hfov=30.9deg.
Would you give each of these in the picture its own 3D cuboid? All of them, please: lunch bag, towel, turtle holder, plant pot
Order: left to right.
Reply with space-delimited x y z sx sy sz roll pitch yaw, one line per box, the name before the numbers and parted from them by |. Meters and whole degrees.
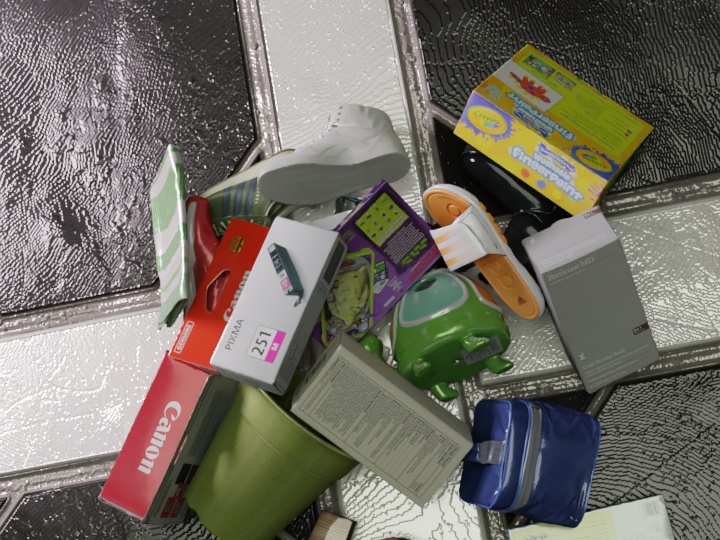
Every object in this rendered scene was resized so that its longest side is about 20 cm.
towel | -0.240 -0.040 1.634 0.023 0.153 0.202 1 72 -18
plant pot | -0.115 0.239 1.613 0.200 0.200 0.191 40 101 11
turtle holder | 0.094 0.083 1.634 0.185 0.140 0.133 -39 55 31
lunch bag | 0.188 0.224 1.561 0.131 0.200 0.137 15 81 -9

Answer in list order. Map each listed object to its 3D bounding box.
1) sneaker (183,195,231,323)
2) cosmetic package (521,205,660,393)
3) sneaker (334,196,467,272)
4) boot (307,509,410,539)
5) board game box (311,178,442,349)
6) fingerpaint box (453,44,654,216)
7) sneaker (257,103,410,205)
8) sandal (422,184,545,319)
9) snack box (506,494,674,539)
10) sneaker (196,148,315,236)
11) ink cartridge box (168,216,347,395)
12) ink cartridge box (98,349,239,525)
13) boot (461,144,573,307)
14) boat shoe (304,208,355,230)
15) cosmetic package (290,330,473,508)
sneaker | -0.168 0.004 1.659 0.114 0.078 0.203 -2 89 1
cosmetic package | 0.280 0.035 1.578 0.106 0.201 0.090 -26 35 4
sneaker | 0.052 -0.029 1.686 0.198 0.073 0.083 20 97 17
boot | 0.010 0.400 1.610 0.198 0.077 0.157 17 82 12
board game box | 0.000 0.000 1.605 0.200 0.032 0.120 -45 103 3
fingerpaint box | 0.243 -0.175 1.632 0.199 0.074 0.167 35 42 11
sneaker | -0.044 -0.155 1.693 0.198 0.074 0.116 -10 47 -10
sandal | 0.142 -0.013 1.563 0.207 0.079 0.059 50 56 -3
snack box | 0.289 0.355 1.603 0.198 0.037 0.117 -14 79 5
sneaker | -0.149 -0.076 1.711 0.199 0.067 0.090 -30 73 -1
ink cartridge box | -0.129 0.030 1.555 0.172 0.044 0.202 15 71 25
ink cartridge box | -0.238 0.209 1.623 0.083 0.176 0.202 23 84 11
boot | 0.196 -0.055 1.660 0.197 0.073 0.164 24 80 3
boat shoe | -0.064 -0.025 1.661 0.198 0.072 0.066 -17 89 17
cosmetic package | 0.025 0.176 1.548 0.199 0.073 0.104 38 100 -8
